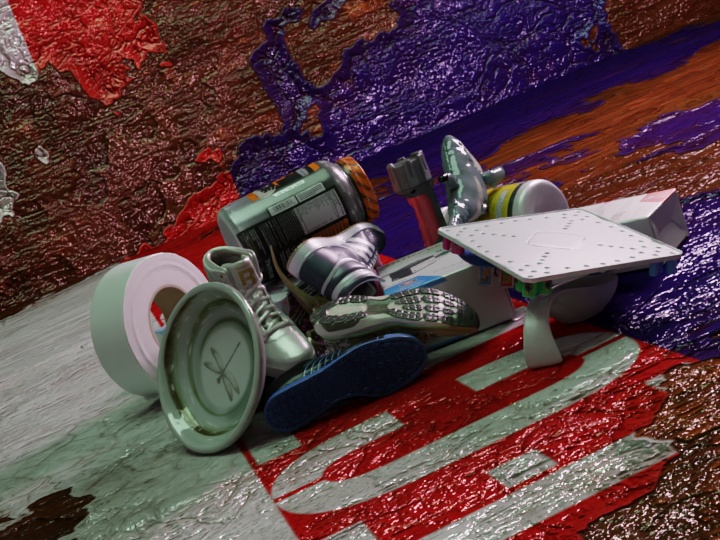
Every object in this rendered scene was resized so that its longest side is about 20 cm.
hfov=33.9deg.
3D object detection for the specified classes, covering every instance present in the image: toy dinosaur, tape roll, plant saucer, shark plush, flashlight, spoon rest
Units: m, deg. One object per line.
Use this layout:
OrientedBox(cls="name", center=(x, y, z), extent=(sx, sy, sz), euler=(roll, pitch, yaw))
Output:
OrientedBox(cls="toy dinosaur", center=(-0.050, 0.057, 1.525), extent=(0.058, 0.200, 0.101), euler=(-50, 19, 23))
OrientedBox(cls="tape roll", center=(-0.290, 0.079, 1.698), extent=(0.071, 0.203, 0.202), euler=(-13, 14, 33))
OrientedBox(cls="plant saucer", center=(-0.165, 0.115, 1.398), extent=(0.050, 0.201, 0.200), euler=(7, -11, -44))
OrientedBox(cls="shark plush", center=(0.125, -0.103, 1.616), extent=(0.091, 0.083, 0.200), euler=(-19, 31, 37))
OrientedBox(cls="flashlight", center=(0.090, -0.059, 1.643), extent=(0.068, 0.201, 0.068), euler=(-21, 12, 8))
OrientedBox(cls="spoon rest", center=(0.224, 0.039, 1.302), extent=(0.099, 0.061, 0.200), euler=(-15, 14, 30))

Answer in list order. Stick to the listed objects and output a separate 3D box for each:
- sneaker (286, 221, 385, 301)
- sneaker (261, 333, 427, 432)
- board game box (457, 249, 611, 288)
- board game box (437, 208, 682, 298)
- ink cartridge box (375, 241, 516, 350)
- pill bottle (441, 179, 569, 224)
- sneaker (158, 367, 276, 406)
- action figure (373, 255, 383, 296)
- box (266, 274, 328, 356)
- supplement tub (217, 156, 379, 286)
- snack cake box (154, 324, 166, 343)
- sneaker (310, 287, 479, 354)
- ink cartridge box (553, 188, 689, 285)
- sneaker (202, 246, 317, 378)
OrientedBox(cls="sneaker", center=(0.000, 0.000, 1.529), extent=(0.200, 0.108, 0.070), euler=(-18, -40, -57))
OrientedBox(cls="sneaker", center=(-0.023, 0.118, 1.357), extent=(0.199, 0.070, 0.078), euler=(-22, 16, -3))
OrientedBox(cls="board game box", center=(0.211, -0.007, 1.374), extent=(0.199, 0.039, 0.158), euler=(5, 19, 15))
OrientedBox(cls="board game box", center=(0.217, -0.023, 1.313), extent=(0.199, 0.026, 0.200), euler=(-9, 21, -23))
OrientedBox(cls="ink cartridge box", center=(0.104, 0.026, 1.518), extent=(0.145, 0.084, 0.200), euler=(-22, 11, 1))
OrientedBox(cls="pill bottle", center=(0.192, -0.061, 1.689), extent=(0.200, 0.113, 0.112), euler=(-8, 17, 48))
OrientedBox(cls="sneaker", center=(-0.152, 0.141, 1.495), extent=(0.199, 0.074, 0.089), euler=(-8, 11, 6))
OrientedBox(cls="action figure", center=(0.002, 0.012, 1.724), extent=(0.148, 0.135, 0.200), euler=(24, 7, 28))
OrientedBox(cls="box", center=(-0.139, 0.083, 1.613), extent=(0.199, 0.115, 0.132), euler=(-15, 13, 32))
OrientedBox(cls="supplement tub", center=(-0.082, -0.070, 1.603), extent=(0.199, 0.123, 0.122), euler=(-27, 12, -14))
OrientedBox(cls="snack cake box", center=(-0.205, 0.087, 1.839), extent=(0.199, 0.067, 0.115), euler=(-13, 15, 34))
OrientedBox(cls="sneaker", center=(0.044, 0.076, 1.395), extent=(0.199, 0.089, 0.077), euler=(-2, 30, 15))
OrientedBox(cls="ink cartridge box", center=(0.300, -0.038, 1.504), extent=(0.199, 0.068, 0.116), euler=(-11, 15, 36))
OrientedBox(cls="sneaker", center=(-0.130, 0.044, 1.435), extent=(0.074, 0.116, 0.200), euler=(-31, 43, -26))
